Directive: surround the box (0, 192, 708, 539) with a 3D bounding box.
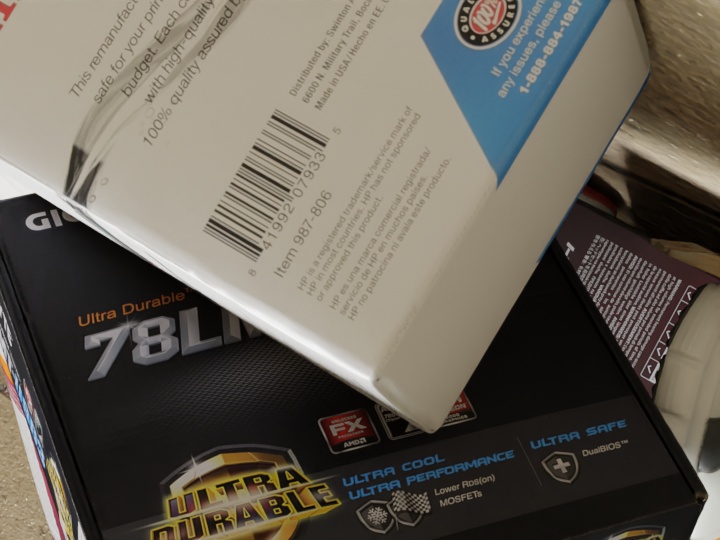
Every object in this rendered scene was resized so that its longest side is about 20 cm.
[{"bbox_3d":[-0.014,0.038,0.660,0.050,0.198,0.199,99,153,-48],"label":"box"}]

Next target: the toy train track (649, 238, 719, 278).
[{"bbox_3d":[0.169,0.007,0.649,0.114,0.033,0.200,22,-173,-13],"label":"toy train track"}]

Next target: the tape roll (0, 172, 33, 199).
[{"bbox_3d":[-0.109,-0.045,0.924,0.202,0.139,0.203,39,158,19],"label":"tape roll"}]

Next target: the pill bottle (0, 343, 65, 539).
[{"bbox_3d":[-0.083,0.072,0.797,0.109,0.109,0.201,28,144,30],"label":"pill bottle"}]

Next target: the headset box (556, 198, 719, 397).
[{"bbox_3d":[0.167,0.054,0.794,0.199,0.075,0.148,30,-175,20],"label":"headset box"}]

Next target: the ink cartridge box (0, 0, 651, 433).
[{"bbox_3d":[-0.028,-0.063,0.622,0.199,0.145,0.084,30,174,22],"label":"ink cartridge box"}]

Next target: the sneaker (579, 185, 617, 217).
[{"bbox_3d":[0.068,0.018,0.925,0.078,0.116,0.200,30,174,15],"label":"sneaker"}]

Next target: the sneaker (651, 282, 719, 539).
[{"bbox_3d":[0.134,0.110,0.691,0.079,0.202,0.074,15,-159,19],"label":"sneaker"}]
